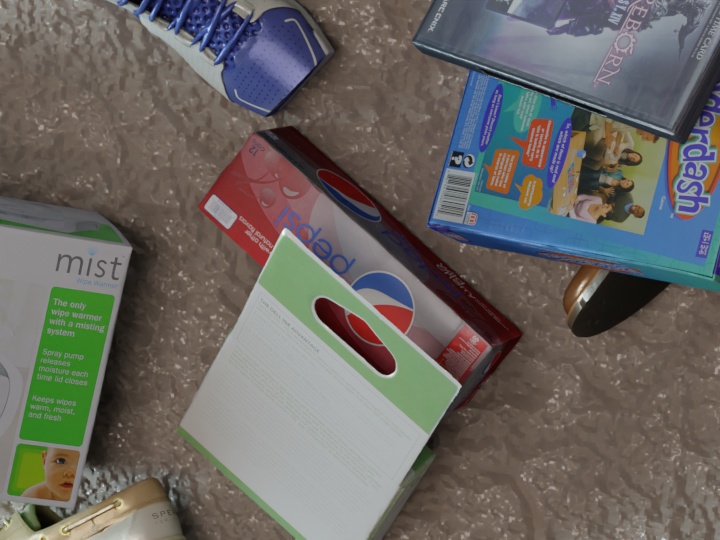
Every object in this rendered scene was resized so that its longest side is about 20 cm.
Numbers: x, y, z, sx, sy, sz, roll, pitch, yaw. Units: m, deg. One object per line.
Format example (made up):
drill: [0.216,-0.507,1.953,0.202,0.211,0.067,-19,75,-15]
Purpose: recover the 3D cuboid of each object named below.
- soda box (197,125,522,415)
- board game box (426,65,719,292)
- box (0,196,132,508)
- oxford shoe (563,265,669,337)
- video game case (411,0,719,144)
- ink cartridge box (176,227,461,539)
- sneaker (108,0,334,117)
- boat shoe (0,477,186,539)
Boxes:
soda box: [0.000,0.000,1.562,0.200,0.070,0.064,43,107,11]
board game box: [0.146,-0.077,1.462,0.199,0.045,0.153,12,84,38]
box: [-0.262,0.040,1.596,0.199,0.097,0.178,10,102,-23]
oxford shoe: [0.174,-0.051,1.505,0.071,0.071,0.201,41,103,32]
video game case: [0.136,-0.164,1.459,0.199,0.019,0.143,23,83,41]
ink cartridge box: [-0.018,0.075,1.547,0.145,0.048,0.200,41,132,12]
sneaker: [-0.119,-0.171,1.562,0.199,0.115,0.081,45,109,10]
boat shoe: [-0.202,0.184,1.660,0.199,0.074,0.070,-18,78,19]
